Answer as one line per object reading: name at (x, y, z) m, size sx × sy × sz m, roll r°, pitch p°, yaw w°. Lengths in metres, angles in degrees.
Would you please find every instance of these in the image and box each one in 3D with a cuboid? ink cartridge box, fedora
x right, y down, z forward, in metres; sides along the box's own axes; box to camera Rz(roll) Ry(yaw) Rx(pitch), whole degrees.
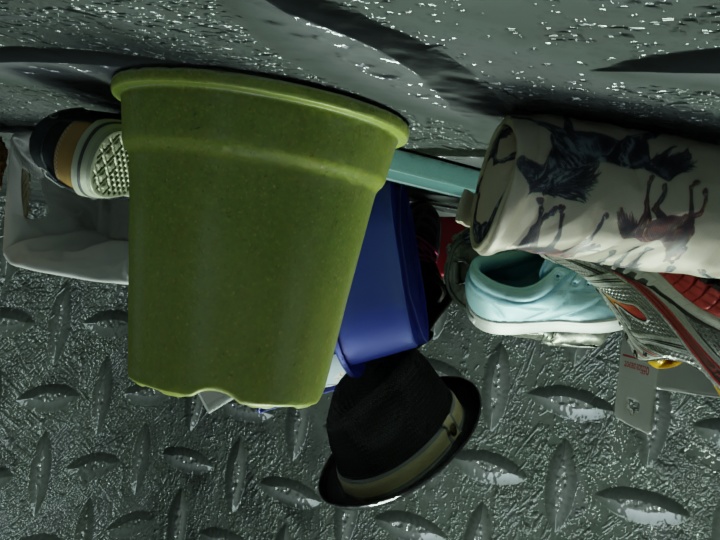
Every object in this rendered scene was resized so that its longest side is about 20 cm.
ink cartridge box at (0.302, 0.052, 0.857) m, size 0.065 × 0.205 × 0.116 m, roll 7°, pitch 180°, yaw 0°
fedora at (0.024, 0.144, 0.899) m, size 0.198 × 0.093 × 0.201 m, roll -27°, pitch -164°, yaw 8°

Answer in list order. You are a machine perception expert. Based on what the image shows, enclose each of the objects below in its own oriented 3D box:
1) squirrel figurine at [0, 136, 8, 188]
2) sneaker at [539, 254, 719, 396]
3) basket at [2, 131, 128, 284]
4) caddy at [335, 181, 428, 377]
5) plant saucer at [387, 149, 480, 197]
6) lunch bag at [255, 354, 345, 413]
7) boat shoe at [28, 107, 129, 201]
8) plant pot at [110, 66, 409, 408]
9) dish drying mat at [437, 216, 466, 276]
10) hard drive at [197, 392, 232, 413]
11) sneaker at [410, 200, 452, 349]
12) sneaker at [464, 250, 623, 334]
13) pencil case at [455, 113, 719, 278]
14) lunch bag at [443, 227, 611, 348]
squirrel figurine at (-0.463, -0.110, 0.878) m, size 0.197 × 0.145 × 0.185 m, roll -12°, pitch 156°, yaw 41°
sneaker at (0.189, 0.020, 0.593) m, size 0.077 × 0.084 × 0.199 m, roll -7°, pitch -152°, yaw -33°
basket at (-0.245, -0.062, 0.890) m, size 0.197 × 0.139 × 0.123 m, roll 7°, pitch -177°, yaw 32°
caddy at (0.000, 0.000, 0.870) m, size 0.103 × 0.205 × 0.141 m, roll -10°, pitch 176°, yaw 13°
plant saucer at (0.062, -0.078, 0.742) m, size 0.197 × 0.019 × 0.069 m, roll 10°, pitch 178°, yaw -36°
lunch bag at (-0.055, 0.050, 1.052) m, size 0.197 × 0.172 × 0.124 m, roll -8°, pitch 149°, yaw -37°
boat shoe at (-0.180, -0.085, 0.675) m, size 0.061 × 0.076 × 0.200 m, roll 19°, pitch -174°, yaw 10°
plant pot at (-0.075, -0.014, 0.583) m, size 0.196 × 0.189 × 0.200 m, roll 8°, pitch 179°, yaw 0°
dish drying mat at (0.099, -0.029, 1.081) m, size 0.195 × 0.079 × 0.018 m, roll 0°, pitch 161°, yaw -12°
hard drive at (-0.103, 0.039, 0.932) m, size 0.198 × 0.133 × 0.026 m, roll -29°, pitch 174°, yaw -18°
sneaker at (0.066, 0.007, 0.987) m, size 0.073 × 0.203 × 0.087 m, roll 37°, pitch 146°, yaw -31°
sneaker at (0.187, 0.006, 0.776) m, size 0.195 × 0.075 × 0.083 m, roll -11°, pitch 141°, yaw 7°
pencil case at (0.157, -0.035, 0.498) m, size 0.195 × 0.079 × 0.090 m, roll 7°, pitch 154°, yaw -5°
lunch bag at (0.172, 0.004, 0.927) m, size 0.164 × 0.143 × 0.200 m, roll 2°, pitch 180°, yaw 8°
